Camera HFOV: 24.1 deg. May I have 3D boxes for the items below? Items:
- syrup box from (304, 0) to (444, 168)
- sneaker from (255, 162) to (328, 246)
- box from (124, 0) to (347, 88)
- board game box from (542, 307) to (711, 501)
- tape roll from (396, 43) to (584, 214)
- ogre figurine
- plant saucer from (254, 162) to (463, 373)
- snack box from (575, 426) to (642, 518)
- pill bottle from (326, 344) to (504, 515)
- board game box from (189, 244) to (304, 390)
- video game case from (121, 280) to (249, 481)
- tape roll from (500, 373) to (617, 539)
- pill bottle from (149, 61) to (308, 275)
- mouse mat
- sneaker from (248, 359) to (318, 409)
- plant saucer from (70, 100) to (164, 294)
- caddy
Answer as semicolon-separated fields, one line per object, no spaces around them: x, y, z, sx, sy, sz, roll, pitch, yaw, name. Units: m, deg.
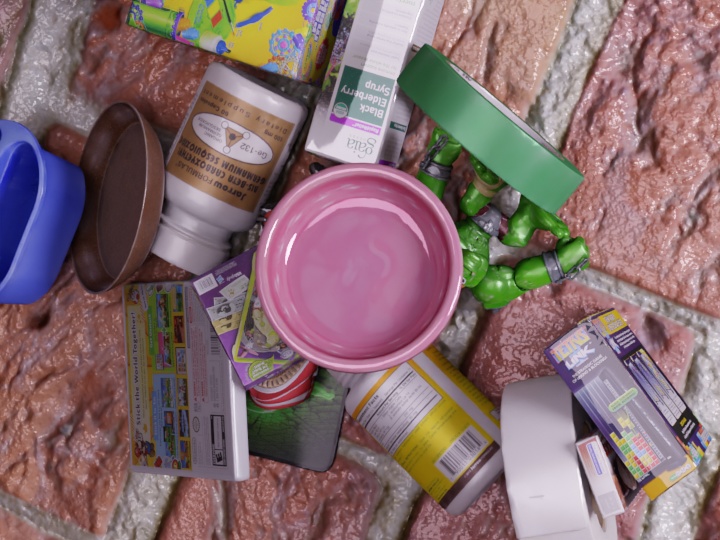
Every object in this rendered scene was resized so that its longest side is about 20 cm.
0.016;-0.202;1.699;0.078;0.081;0.202;18;94;15;syrup box
-0.085;-0.028;1.720;0.082;0.077;0.200;40;89;-19;sneaker
-0.106;-0.311;1.708;0.191;0.122;0.202;20;95;14;box
0.253;0.120;1.581;0.057;0.200;0.166;-39;81;13;board game box
0.124;-0.135;1.611;0.200;0.200;0.048;41;100;10;tape roll
0.121;-0.037;1.667;0.199;0.098;0.120;31;110;-32;ogre figurine
0.000;0.000;1.612;0.198;0.051;0.203;-1;79;6;plant saucer
0.238;0.180;1.585;0.024;0.200;0.073;-22;86;15;snack box
0.061;0.139;1.678;0.200;0.109;0.109;44;101;10;pill bottle
-0.053;0.018;1.655;0.199;0.032;0.121;-27;73;-8;board game box
-0.182;0.112;1.741;0.181;0.023;0.202;-3;91;47;video game case
0.190;0.200;1.598;0.070;0.202;0.205;-10;88;15;tape roll
-0.144;-0.101;1.725;0.114;0.114;0.201;28;98;12;pill bottle
-0.107;0.114;1.775;0.198;0.008;0.163;12;94;15;mouse mat
-0.044;0.063;1.729;0.071;0.113;0.200;44;69;13;sneaker
-0.249;-0.074;1.743;0.200;0.034;0.203;-19;67;56;plant saucer
-0.380;-0.057;1.772;0.141;0.105;0.202;27;98;34;caddy
